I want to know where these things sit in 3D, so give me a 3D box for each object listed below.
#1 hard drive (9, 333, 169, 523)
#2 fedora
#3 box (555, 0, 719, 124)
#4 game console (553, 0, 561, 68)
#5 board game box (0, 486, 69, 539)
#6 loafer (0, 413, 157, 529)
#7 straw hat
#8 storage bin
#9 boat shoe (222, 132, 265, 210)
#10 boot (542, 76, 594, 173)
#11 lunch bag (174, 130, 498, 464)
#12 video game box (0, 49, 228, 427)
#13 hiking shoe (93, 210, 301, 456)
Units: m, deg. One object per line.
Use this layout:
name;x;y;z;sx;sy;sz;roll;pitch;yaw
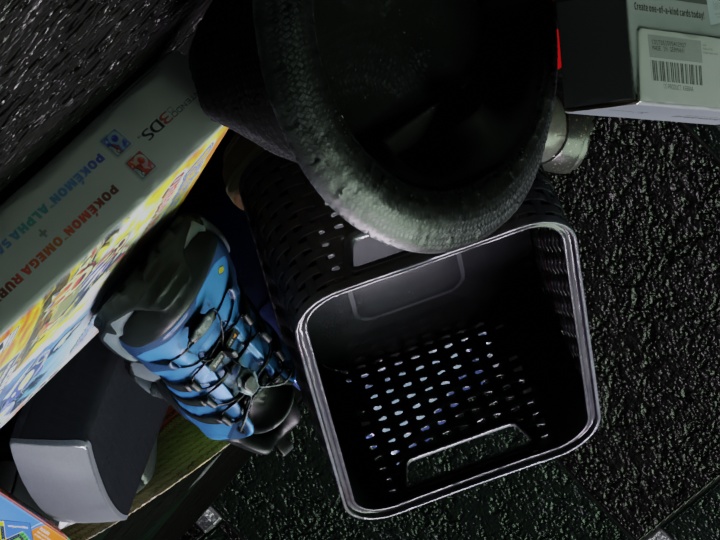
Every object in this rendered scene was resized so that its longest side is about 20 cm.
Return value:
hard drive;-0.128;0.059;1.501;0.200;0.042;0.135;84;25;-74
fedora;-0.003;-0.093;1.235;0.092;0.201;0.201;-9;-156;38
box;0.135;-0.168;1.327;0.041;0.200;0.156;-5;178;31
game console;0.072;-0.156;1.405;0.200;0.119;0.173;-18;110;-54
board game box;-0.217;0.142;1.455;0.103;0.019;0.200;-47;156;-4
loafer;-0.199;0.121;1.593;0.072;0.073;0.200;5;-164;38
straw hat;-0.146;0.088;1.734;0.201;0.085;0.201;-34;-175;3
storage bin;0.031;0.017;1.407;0.135;0.094;0.200;-19;144;-4
boat shoe;-0.003;-0.115;1.442;0.200;0.063;0.073;-48;159;1
boot;0.020;-0.104;1.585;0.131;0.200;0.068;5;103;-42
lunch bag;0.000;0.000;1.572;0.132;0.200;0.136;-49;-144;2
video game box;-0.149;0.017;1.273;0.182;0.047;0.200;-49;178;-36
hiking shoe;-0.064;0.032;1.349;0.074;0.087;0.200;-52;170;-7
